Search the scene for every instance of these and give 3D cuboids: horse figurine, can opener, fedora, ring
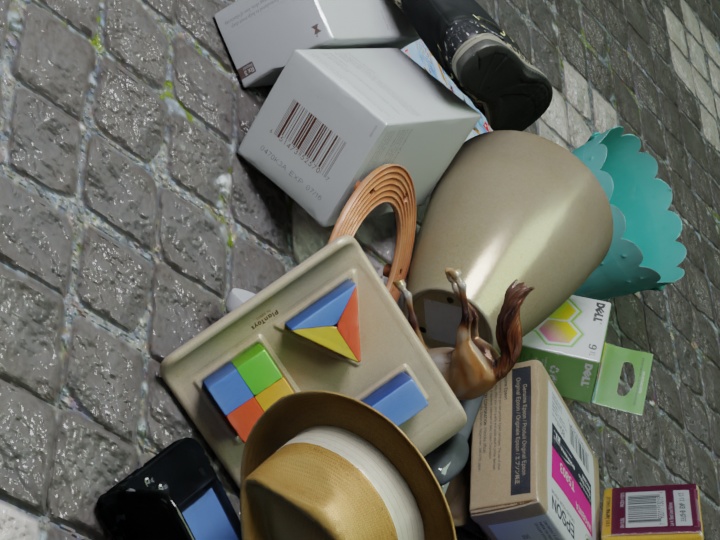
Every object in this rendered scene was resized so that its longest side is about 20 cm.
[{"bbox_3d":[0.071,0.067,1.258,0.050,0.200,0.133,-23,94,-42],"label":"horse figurine"},{"bbox_3d":[0.083,0.150,1.359,0.053,0.066,0.200,57,28,-18],"label":"can opener"},{"bbox_3d":[-0.028,0.188,1.067,0.082,0.200,0.201,-17,85,-53],"label":"fedora"},{"bbox_3d":[0.000,0.000,1.328,0.201,0.019,0.201,-52,151,-43],"label":"ring"}]

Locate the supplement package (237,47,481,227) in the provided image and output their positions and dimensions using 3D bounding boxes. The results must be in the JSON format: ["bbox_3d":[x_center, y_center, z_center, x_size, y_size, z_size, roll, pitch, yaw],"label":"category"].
[{"bbox_3d":[0.002,-0.128,1.384,0.117,0.117,0.200,40,25,19],"label":"supplement package"}]

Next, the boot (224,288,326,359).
[{"bbox_3d":[-0.044,0.102,1.226,0.200,0.096,0.074,32,8,-12],"label":"boot"}]

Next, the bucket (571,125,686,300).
[{"bbox_3d":[0.294,-0.059,1.819,0.207,0.135,0.208,35,43,-42],"label":"bucket"}]

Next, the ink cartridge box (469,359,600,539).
[{"bbox_3d":[0.177,0.213,1.474,0.200,0.075,0.165,55,29,-44],"label":"ink cartridge box"}]

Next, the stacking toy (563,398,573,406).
[{"bbox_3d":[0.235,0.101,1.677,0.200,0.085,0.086,-16,84,-64],"label":"stacking toy"}]

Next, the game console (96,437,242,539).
[{"bbox_3d":[-0.087,0.222,1.044,0.200,0.116,0.176,64,30,-5],"label":"game console"}]

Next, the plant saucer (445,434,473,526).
[{"bbox_3d":[0.061,0.147,1.410,0.200,0.029,0.201,36,43,-43],"label":"plant saucer"}]

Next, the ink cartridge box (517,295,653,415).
[{"bbox_3d":[0.203,0.075,1.531,0.104,0.199,0.059,-65,164,-53],"label":"ink cartridge box"}]

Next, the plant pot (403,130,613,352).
[{"bbox_3d":[0.123,-0.005,1.438,0.188,0.187,0.200,56,44,-18],"label":"plant pot"}]

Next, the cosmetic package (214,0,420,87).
[{"bbox_3d":[-0.036,-0.237,1.442,0.200,0.113,0.081,-15,82,-62],"label":"cosmetic package"}]

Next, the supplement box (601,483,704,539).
[{"bbox_3d":[0.305,0.336,1.519,0.131,0.103,0.201,-57,141,-73],"label":"supplement box"}]

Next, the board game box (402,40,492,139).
[{"bbox_3d":[0.074,-0.225,1.675,0.199,0.041,0.201,-6,76,-59],"label":"board game box"}]

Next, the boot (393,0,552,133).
[{"bbox_3d":[0.108,-0.224,1.459,0.154,0.073,0.204,55,10,25],"label":"boot"}]

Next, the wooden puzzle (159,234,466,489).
[{"bbox_3d":[-0.030,0.101,1.166,0.200,0.185,0.046,58,-8,-19],"label":"wooden puzzle"}]
